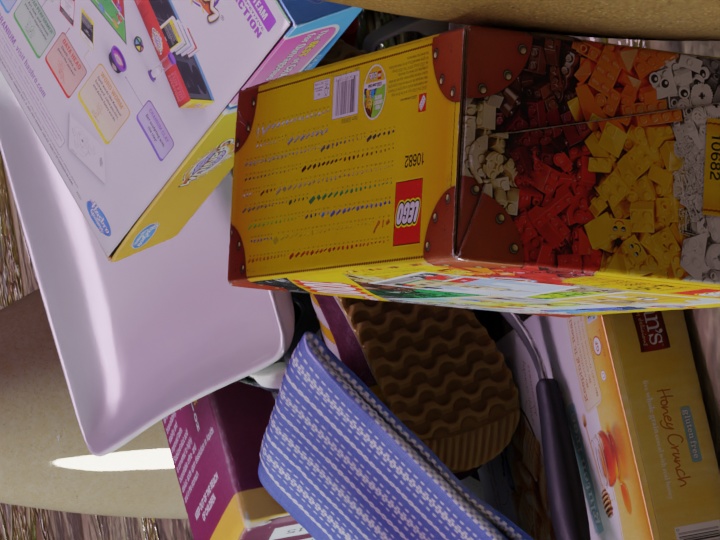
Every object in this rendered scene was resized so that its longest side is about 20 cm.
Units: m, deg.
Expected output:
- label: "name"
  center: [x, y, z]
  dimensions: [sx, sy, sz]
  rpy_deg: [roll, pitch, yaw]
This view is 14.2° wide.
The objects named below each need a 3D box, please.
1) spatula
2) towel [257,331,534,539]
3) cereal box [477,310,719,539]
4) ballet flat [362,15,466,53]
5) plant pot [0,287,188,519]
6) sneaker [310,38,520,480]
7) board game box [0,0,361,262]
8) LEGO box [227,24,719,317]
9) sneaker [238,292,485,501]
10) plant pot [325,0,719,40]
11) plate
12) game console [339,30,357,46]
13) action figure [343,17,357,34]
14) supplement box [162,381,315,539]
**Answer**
- label: "spatula"
  center: [0.066, 0.034, 1.178]
  dimensions: [0.057, 0.020, 0.201]
  rpy_deg: [88, 167, -64]
- label: "towel"
  center: [0.017, 0.106, 1.267]
  dimensions: [0.145, 0.024, 0.200]
  rpy_deg: [44, 161, 9]
- label: "cereal box"
  center: [0.097, 0.088, 1.210]
  dimensions: [0.200, 0.039, 0.145]
  rpy_deg: [134, 125, -70]
- label: "ballet flat"
  center: [0.032, -0.118, 1.258]
  dimensions: [0.067, 0.062, 0.201]
  rpy_deg: [-138, 40, -63]
- label: "plant pot"
  center: [-0.127, 0.066, 1.649]
  dimensions: [0.187, 0.199, 0.189]
  rpy_deg: [169, 90, -73]
- label: "sneaker"
  center: [0.000, 0.000, 1.259]
  dimensions: [0.090, 0.075, 0.201]
  rpy_deg: [141, 110, -70]
- label: "board game box"
  center: [-0.091, -0.117, 1.221]
  dimensions: [0.154, 0.040, 0.200]
  rpy_deg: [59, 143, 12]
- label: "LEGO box"
  center: [0.058, -0.030, 1.023]
  dimensions: [0.200, 0.148, 0.078]
  rpy_deg: [174, 101, -66]
- label: "sneaker"
  center: [0.005, 0.065, 1.341]
  dimensions: [0.079, 0.129, 0.201]
  rpy_deg: [171, 88, -74]
- label: "plant pot"
  center: [0.056, -0.150, 0.929]
  dimensions: [0.186, 0.199, 0.188]
  rpy_deg: [168, 90, -73]
- label: "plate"
  center: [-0.099, -0.032, 1.341]
  dimensions: [0.200, 0.032, 0.201]
  rpy_deg: [-30, 75, 54]
- label: "game console"
  center: [-0.096, -0.109, 1.407]
  dimensions: [0.177, 0.031, 0.200]
  rpy_deg: [-55, 51, 17]
- label: "action figure"
  center: [-0.021, -0.180, 1.323]
  dimensions: [0.201, 0.065, 0.052]
  rpy_deg: [-84, -24, -51]
- label: "supplement box"
  center: [-0.033, 0.042, 1.453]
  dimensions: [0.103, 0.130, 0.201]
  rpy_deg: [118, 137, -62]
